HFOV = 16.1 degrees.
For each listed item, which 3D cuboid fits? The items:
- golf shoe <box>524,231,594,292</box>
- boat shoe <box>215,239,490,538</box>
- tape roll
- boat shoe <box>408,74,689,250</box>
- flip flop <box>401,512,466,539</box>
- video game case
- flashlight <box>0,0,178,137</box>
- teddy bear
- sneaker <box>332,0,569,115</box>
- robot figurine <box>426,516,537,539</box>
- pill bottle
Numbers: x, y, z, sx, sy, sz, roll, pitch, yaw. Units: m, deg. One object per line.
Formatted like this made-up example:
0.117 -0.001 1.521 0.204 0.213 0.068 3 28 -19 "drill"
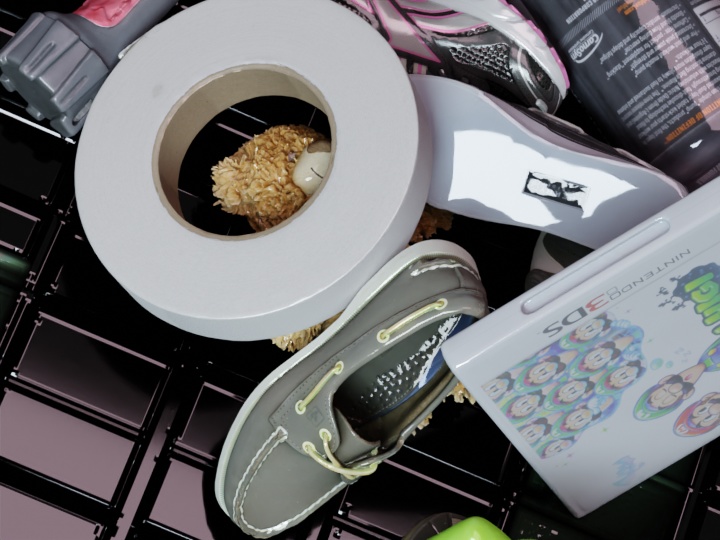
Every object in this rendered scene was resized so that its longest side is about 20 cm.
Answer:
0.195 0.016 1.484 0.200 0.077 0.088 14 62 -10 "golf shoe"
-0.005 0.073 1.365 0.072 0.060 0.202 32 108 -29 "boat shoe"
-0.060 -0.060 1.405 0.203 0.037 0.203 -6 66 15 "tape roll"
0.097 -0.062 1.450 0.199 0.068 0.074 16 100 6 "boat shoe"
0.004 0.208 1.383 0.081 0.058 0.200 48 51 -5 "flip flop"
0.159 0.044 1.371 0.182 0.200 0.024 -32 53 7 "video game case"
-0.132 -0.174 1.471 0.068 0.068 0.200 29 65 29 "flashlight"
0.000 0.000 1.443 0.145 0.067 0.200 -11 75 -19 "teddy bear"
0.025 -0.134 1.499 0.200 0.080 0.086 33 75 9 "sneaker"
0.098 0.222 1.329 0.200 0.116 0.175 44 40 -14 "robot figurine"
0.183 -0.113 1.505 0.106 0.106 0.200 -31 81 -21 "pill bottle"
